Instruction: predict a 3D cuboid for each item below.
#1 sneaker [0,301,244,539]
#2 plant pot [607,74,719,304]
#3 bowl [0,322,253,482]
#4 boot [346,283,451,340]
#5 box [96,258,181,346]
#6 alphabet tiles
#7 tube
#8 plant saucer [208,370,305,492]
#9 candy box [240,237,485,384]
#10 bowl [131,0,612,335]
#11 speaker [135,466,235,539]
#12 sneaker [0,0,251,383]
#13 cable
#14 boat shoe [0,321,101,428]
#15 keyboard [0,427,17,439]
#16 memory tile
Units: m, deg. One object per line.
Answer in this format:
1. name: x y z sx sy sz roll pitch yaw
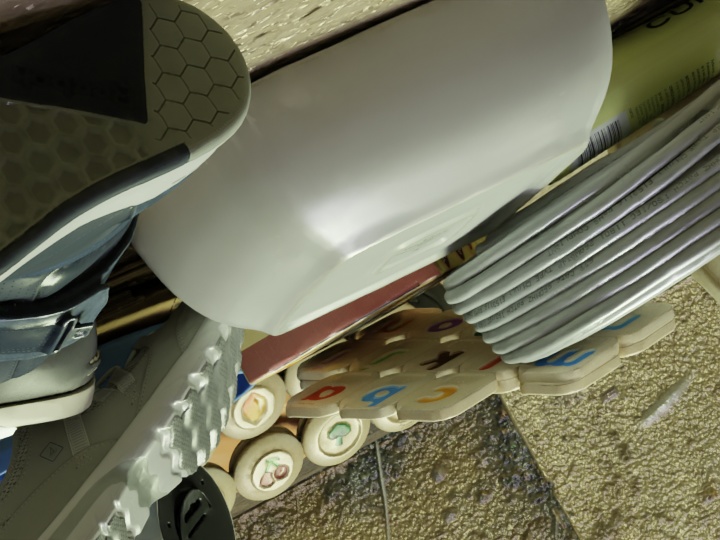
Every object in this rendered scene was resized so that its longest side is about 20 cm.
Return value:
1. sneaker: -0.119 0.071 0.906 0.200 0.082 0.075 -55 159 -36
2. plant pot: 0.290 -0.075 1.256 0.183 0.201 0.200 -44 167 20
3. bowl: -0.150 0.082 1.044 0.200 0.039 0.201 -26 171 -5
4. boot: -0.010 0.057 1.392 0.200 0.073 0.151 -26 172 16
5. box: -0.158 0.047 1.019 0.163 0.021 0.200 -25 172 -16
6. alphabet tiles: 0.063 0.041 1.055 0.200 0.015 0.195 -2 -162 44
7. tube: 0.167 -0.116 1.030 0.200 0.058 0.052 -31 128 -4
8. plant saucer: -0.111 0.110 1.289 0.200 0.032 0.200 -12 154 -6
9. candy box: 0.000 0.000 1.072 0.115 0.055 0.200 -31 177 12
10. bowl: 0.012 -0.043 0.857 0.200 0.075 0.200 -26 172 -24
11. speaker: -0.173 0.172 1.147 0.200 0.081 0.081 -20 175 23
12. sneaker: -0.139 -0.002 0.590 0.202 0.077 0.146 -22 167 -43
13. cable: 0.134 -0.025 0.963 0.200 0.069 0.200 -33 179 -5
14. boat shoe: -0.181 0.032 0.806 0.200 0.073 0.063 -7 115 -55
15. keyboard: -0.224 0.075 0.876 0.200 0.011 0.056 -18 136 -31
16. memory tile: -0.046 0.072 1.220 0.200 0.017 0.154 -26 127 -19
